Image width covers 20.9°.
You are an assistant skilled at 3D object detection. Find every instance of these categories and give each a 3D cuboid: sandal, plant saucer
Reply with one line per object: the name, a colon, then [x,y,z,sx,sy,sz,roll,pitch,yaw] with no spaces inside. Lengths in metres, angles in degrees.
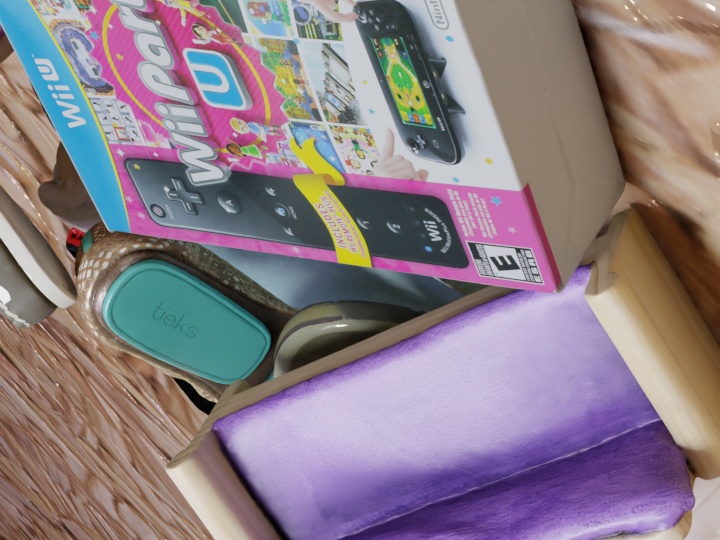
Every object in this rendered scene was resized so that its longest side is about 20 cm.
sandal: [-0.005,0.084,0.829,0.201,0.080,0.057,108,165,-46]
plant saucer: [0.000,0.000,0.844,0.201,0.039,0.201,24,164,7]

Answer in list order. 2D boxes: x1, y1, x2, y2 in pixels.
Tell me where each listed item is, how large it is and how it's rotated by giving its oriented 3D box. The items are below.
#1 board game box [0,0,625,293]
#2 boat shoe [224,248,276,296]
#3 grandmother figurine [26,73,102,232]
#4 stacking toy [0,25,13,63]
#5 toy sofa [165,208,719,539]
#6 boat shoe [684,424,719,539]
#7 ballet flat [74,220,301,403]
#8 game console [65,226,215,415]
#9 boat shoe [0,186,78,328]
board game box: [-0.024,-0.073,0.678,0.200,0.064,0.148,9,139,34]
boat shoe: [-0.061,-0.045,0.926,0.059,0.072,0.200,12,138,50]
grandmother figurine: [-0.126,-0.100,0.836,0.121,0.060,0.200,-98,-2,-57]
stacking toy: [-0.197,-0.133,0.828,0.085,0.085,0.200,50,180,2]
toy sofa: [0.030,0.065,0.708,0.200,0.098,0.083,-24,108,29]
boat shoe: [0.097,0.135,0.725,0.069,0.200,0.071,38,-171,-4]
ballet flat: [-0.049,0.033,0.866,0.200,0.071,0.065,41,-175,-38]
game console: [-0.064,0.055,1.110,0.177,0.031,0.200,26,160,34]
boat shoe: [-0.196,-0.034,0.854,0.202,0.060,0.072,44,173,32]
